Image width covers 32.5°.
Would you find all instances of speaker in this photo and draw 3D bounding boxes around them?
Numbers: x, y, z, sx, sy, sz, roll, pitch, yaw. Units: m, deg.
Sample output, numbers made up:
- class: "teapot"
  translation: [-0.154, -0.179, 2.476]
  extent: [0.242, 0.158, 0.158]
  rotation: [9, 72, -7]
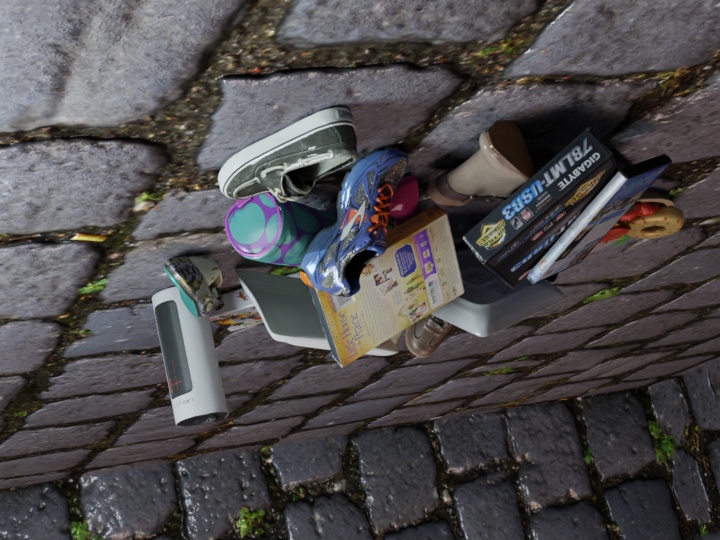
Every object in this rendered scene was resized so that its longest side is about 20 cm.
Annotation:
- class: "speaker"
  translation: [-0.252, 0.127, 1.826]
  extent: [0.081, 0.201, 0.081]
  rotation: [-12, 165, -3]

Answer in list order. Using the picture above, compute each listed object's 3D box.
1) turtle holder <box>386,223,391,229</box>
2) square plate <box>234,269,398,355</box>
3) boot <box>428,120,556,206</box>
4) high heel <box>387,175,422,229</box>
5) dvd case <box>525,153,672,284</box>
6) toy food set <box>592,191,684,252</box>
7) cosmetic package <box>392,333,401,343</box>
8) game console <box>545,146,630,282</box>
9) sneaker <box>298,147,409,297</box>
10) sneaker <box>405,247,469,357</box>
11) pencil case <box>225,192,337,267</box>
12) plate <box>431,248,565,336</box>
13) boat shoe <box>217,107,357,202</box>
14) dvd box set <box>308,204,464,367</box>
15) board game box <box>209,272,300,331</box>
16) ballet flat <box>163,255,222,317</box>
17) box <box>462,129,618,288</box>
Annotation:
- class: "turtle holder"
  translation: [0.005, 0.010, 1.687]
  extent: [0.131, 0.141, 0.186]
  rotation: [-32, 148, 7]
- class: "square plate"
  translation: [-0.068, 0.064, 1.768]
  extent: [0.197, 0.200, 0.029]
  rotation: [9, 112, -26]
- class: "boot"
  translation: [0.147, -0.120, 1.513]
  extent: [0.146, 0.071, 0.200]
  rotation: [-19, 164, 31]
- class: "high heel"
  translation: [0.077, -0.077, 1.627]
  extent: [0.096, 0.068, 0.200]
  rotation: [-30, 164, 23]
- class: "dvd case"
  translation: [0.308, -0.066, 1.592]
  extent: [0.142, 0.018, 0.200]
  rotation: [-21, 154, -52]
- class: "toy food set"
  translation: [0.399, -0.070, 1.946]
  extent: [0.197, 0.049, 0.200]
  rotation: [-21, 164, 28]
- class: "cosmetic package"
  translation: [0.023, 0.066, 2.029]
  extent: [0.071, 0.106, 0.200]
  rotation: [-12, 167, -9]
- class: "game console"
  translation: [0.304, -0.074, 1.717]
  extent: [0.170, 0.119, 0.200]
  rotation: [-19, 165, 22]
- class: "sneaker"
  translation: [0.008, -0.054, 1.476]
  extent: [0.075, 0.078, 0.201]
  rotation: [11, 109, -56]
- class: "sneaker"
  translation: [0.136, 0.043, 1.934]
  extent: [0.070, 0.200, 0.076]
  rotation: [32, 168, -3]
- class: "pencil case"
  translation: [-0.074, -0.049, 1.534]
  extent: [0.085, 0.093, 0.200]
  rotation: [-24, 160, 30]
- class: "plate"
  translation: [0.166, 0.021, 1.793]
  extent: [0.200, 0.032, 0.199]
  rotation: [26, -148, 38]
- class: "boat shoe"
  translation: [-0.083, -0.111, 1.358]
  extent: [0.200, 0.064, 0.071]
  rotation: [-26, 160, 40]
- class: "dvd box set"
  translation: [0.036, 0.021, 1.593]
  extent: [0.200, 0.029, 0.147]
  rotation: [-31, 133, -14]
- class: "board game box"
  translation: [-0.137, 0.047, 1.951]
  extent: [0.199, 0.035, 0.126]
  rotation: [-16, 165, 11]
- class: "ballet flat"
  translation: [-0.227, 0.011, 1.716]
  extent: [0.072, 0.072, 0.200]
  rotation: [-12, 165, -3]
- class: "box"
  translation: [0.233, -0.071, 1.533]
  extent: [0.200, 0.050, 0.198]
  rotation: [-41, 161, 6]
